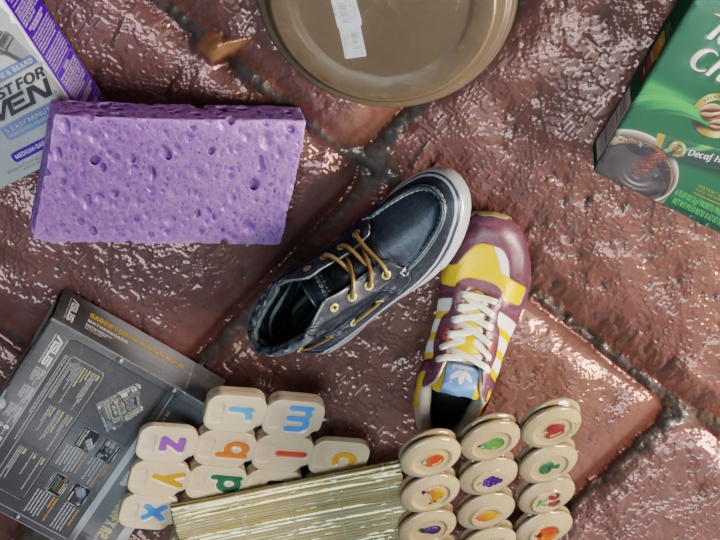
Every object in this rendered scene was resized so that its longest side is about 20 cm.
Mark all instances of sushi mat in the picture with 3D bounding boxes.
[{"bbox_3d":[-0.057,0.212,1.902,0.198,0.012,0.096,-12,132,1],"label":"sushi mat"}]

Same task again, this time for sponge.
[{"bbox_3d":[-0.147,-0.073,1.728,0.198,0.030,0.112,1,123,-20],"label":"sponge"}]

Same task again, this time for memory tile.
[{"bbox_3d":[0.103,0.179,1.832,0.152,0.017,0.201,-13,142,-8],"label":"memory tile"}]

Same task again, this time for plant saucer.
[{"bbox_3d":[0.018,-0.207,1.675,0.198,0.030,0.201,3,121,5],"label":"plant saucer"}]

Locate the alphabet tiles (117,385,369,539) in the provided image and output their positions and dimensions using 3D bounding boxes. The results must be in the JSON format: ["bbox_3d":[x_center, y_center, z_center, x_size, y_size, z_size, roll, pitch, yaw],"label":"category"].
[{"bbox_3d":[-0.097,0.174,1.883,0.194,0.015,0.201,5,129,-15],"label":"alphabet tiles"}]

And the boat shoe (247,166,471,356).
[{"bbox_3d":[0.000,0.000,1.748,0.200,0.091,0.071,-46,72,27],"label":"boat shoe"}]

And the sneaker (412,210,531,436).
[{"bbox_3d":[0.087,0.052,1.779,0.074,0.090,0.201,11,121,1],"label":"sneaker"}]

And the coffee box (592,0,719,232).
[{"bbox_3d":[0.267,-0.135,1.677,0.122,0.044,0.201,25,120,-8],"label":"coffee box"}]

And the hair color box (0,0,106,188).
[{"bbox_3d":[-0.288,-0.167,1.714,0.109,0.065,0.201,-24,113,19],"label":"hair color box"}]

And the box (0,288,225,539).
[{"bbox_3d":[-0.228,0.133,1.887,0.158,0.048,0.200,29,119,-12],"label":"box"}]
